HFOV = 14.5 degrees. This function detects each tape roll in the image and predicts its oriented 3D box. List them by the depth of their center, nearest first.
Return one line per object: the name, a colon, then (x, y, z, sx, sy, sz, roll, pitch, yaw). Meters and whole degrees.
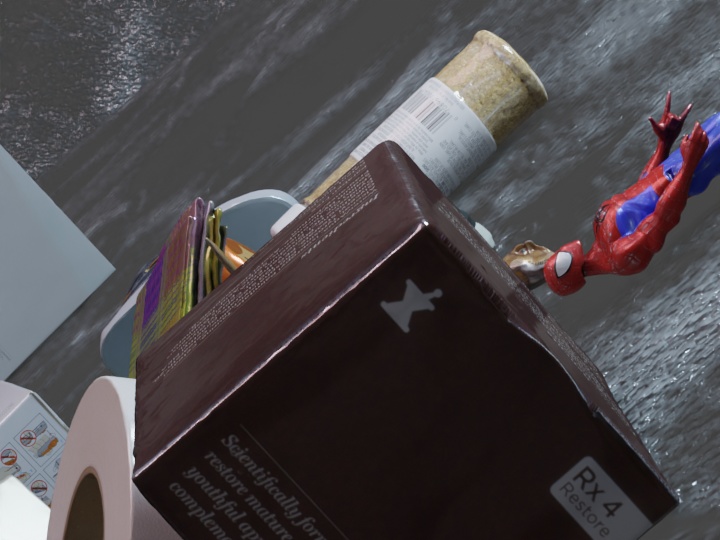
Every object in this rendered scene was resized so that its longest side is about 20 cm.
tape roll: (-0.123, 0.152, 1.412, 0.203, 0.037, 0.203, -174, 90, -73)

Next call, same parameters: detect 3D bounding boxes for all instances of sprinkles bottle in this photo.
sprinkles bottle: (0.033, -0.070, 1.879, 0.200, 0.068, 0.068, -43, 12, -6)

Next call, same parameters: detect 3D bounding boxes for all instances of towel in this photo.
towel: (-0.102, 0.054, 1.518, 0.200, 0.023, 0.144, 130, 145, -70)

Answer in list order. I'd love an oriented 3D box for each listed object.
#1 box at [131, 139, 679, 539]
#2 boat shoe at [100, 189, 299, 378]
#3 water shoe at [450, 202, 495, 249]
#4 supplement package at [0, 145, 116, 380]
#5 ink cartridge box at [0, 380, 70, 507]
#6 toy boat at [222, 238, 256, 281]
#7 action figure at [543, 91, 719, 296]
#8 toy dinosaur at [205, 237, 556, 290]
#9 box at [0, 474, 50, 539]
box: (0.012, 0.068, 1.240, 0.164, 0.166, 0.200, -41, 12, 5)
boat shoe: (-0.117, -0.005, 2.119, 0.200, 0.071, 0.091, -40, 16, 22)
water shoe: (0.000, 0.000, 1.717, 0.200, 0.079, 0.072, -30, 17, 45)
supplement package: (-0.376, 0.002, 2.631, 0.200, 0.191, 0.147, -45, 13, -15)
ink cartridge box: (-0.293, 0.177, 2.028, 0.200, 0.084, 0.176, -44, 13, -10)
toy boat: (-0.038, 0.026, 1.559, 0.200, 0.131, 0.131, -46, -19, -18)
action figure: (0.172, -0.058, 1.456, 0.200, 0.052, 0.065, -44, 16, 4)
toy dinosaur: (0.021, 0.030, 1.469, 0.200, 0.106, 0.060, -6, -43, -31)
box: (-0.260, 0.211, 1.688, 0.200, 0.068, 0.082, -36, -21, -41)
